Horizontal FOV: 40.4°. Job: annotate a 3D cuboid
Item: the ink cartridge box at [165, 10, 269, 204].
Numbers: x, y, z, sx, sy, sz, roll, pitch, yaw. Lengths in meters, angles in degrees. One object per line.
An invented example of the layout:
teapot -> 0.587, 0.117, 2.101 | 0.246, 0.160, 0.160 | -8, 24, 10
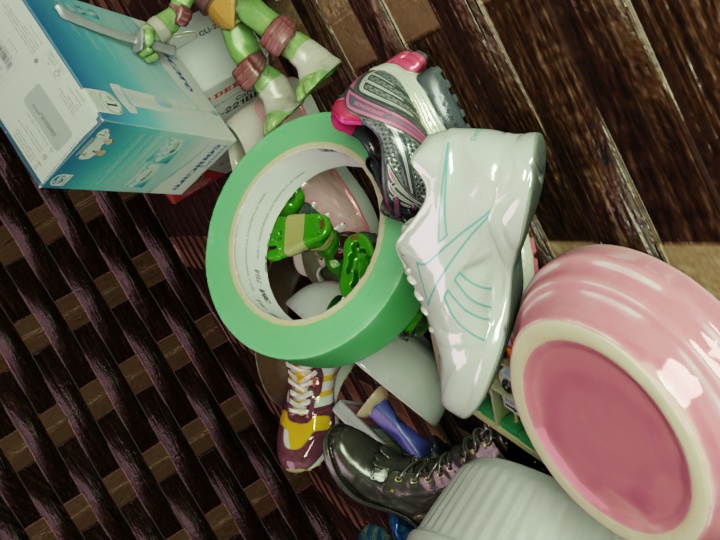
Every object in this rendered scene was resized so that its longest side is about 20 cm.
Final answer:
ink cartridge box -> -0.175, -0.177, 1.061 | 0.084, 0.144, 0.200 | 53, 165, 16

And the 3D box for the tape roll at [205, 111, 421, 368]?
tape roll -> -0.033, -0.024, 0.782 | 0.201, 0.201, 0.048 | 50, -165, 31

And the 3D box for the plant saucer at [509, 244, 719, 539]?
plant saucer -> 0.156, 0.085, 0.570 | 0.200, 0.051, 0.201 | 42, 147, 35

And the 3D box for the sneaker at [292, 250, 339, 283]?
sneaker -> -0.041, -0.047, 1.046 | 0.090, 0.067, 0.201 | 38, 156, 37

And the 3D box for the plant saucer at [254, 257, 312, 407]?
plant saucer -> -0.070, 0.070, 1.207 | 0.034, 0.201, 0.201 | 3, 135, 23

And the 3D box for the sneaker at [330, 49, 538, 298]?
sneaker -> 0.053, -0.049, 0.680 | 0.201, 0.075, 0.081 | 58, 165, -1

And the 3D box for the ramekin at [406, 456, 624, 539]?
ramekin -> 0.141, 0.227, 0.774 | 0.202, 0.094, 0.202 | 27, 162, 9

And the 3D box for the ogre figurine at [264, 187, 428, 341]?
ogre figurine -> 0.000, 0.000, 0.857 | 0.199, 0.099, 0.120 | 18, 170, 34

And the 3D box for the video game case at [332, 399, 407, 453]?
video game case -> 0.067, 0.221, 1.111 | 0.200, 0.017, 0.143 | 42, -172, 24

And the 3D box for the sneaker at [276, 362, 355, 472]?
sneaker -> -0.061, 0.127, 1.117 | 0.075, 0.201, 0.090 | -3, 145, 28

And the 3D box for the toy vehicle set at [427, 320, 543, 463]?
toy vehicle set -> 0.126, 0.085, 0.725 | 0.200, 0.026, 0.125 | 31, 145, 46

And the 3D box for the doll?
doll -> 0.085, 0.203, 1.038 | 0.200, 0.049, 0.136 | 39, 177, 9

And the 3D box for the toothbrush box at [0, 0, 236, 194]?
toothbrush box -> -0.220, -0.149, 0.844 | 0.147, 0.085, 0.200 | 54, -159, 11

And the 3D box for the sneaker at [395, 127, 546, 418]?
sneaker -> 0.064, 0.001, 0.618 | 0.080, 0.070, 0.201 | 12, 119, 13

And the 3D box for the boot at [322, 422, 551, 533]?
boot -> 0.079, 0.180, 0.912 | 0.200, 0.069, 0.174 | 37, 134, -6

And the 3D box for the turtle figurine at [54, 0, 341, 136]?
turtle figurine -> -0.126, -0.199, 0.801 | 0.194, 0.144, 0.200 | 47, -162, -7

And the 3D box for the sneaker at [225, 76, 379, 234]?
sneaker -> -0.062, -0.077, 0.950 | 0.201, 0.104, 0.075 | 62, 155, -10

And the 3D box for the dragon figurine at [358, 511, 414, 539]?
dragon figurine -> 0.038, 0.272, 1.004 | 0.099, 0.059, 0.200 | 32, -164, -24

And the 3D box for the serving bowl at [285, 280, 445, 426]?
serving bowl -> 0.019, 0.073, 1.011 | 0.200, 0.066, 0.200 | 40, 176, 3
